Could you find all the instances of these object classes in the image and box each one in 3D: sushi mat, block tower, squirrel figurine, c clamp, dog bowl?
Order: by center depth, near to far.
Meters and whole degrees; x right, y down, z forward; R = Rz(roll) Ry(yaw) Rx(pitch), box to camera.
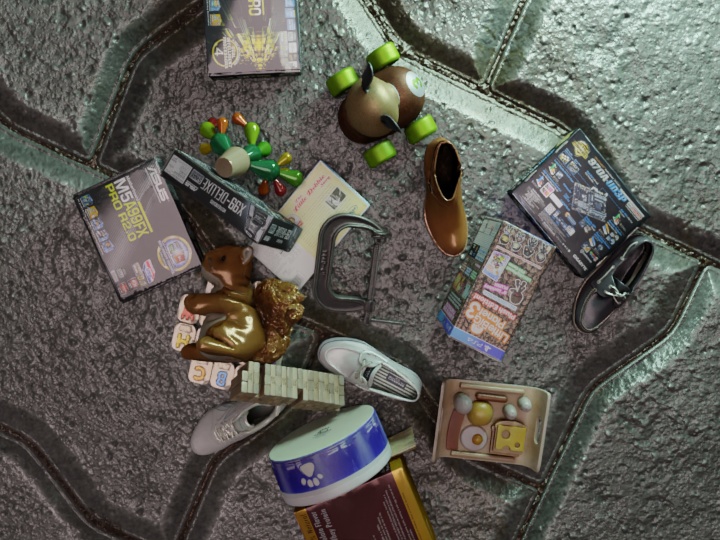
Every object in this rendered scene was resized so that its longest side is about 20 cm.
[{"bbox_3d":[-0.051,0.305,1.180,0.197,0.200,0.080,-22,94,2],"label":"dog bowl"},{"bbox_3d":[-0.195,0.057,1.185,0.196,0.141,0.191,9,74,-17],"label":"squirrel figurine"},{"bbox_3d":[-0.117,0.199,1.193,0.197,0.058,0.055,13,60,-29],"label":"block tower"},{"bbox_3d":[0.000,0.000,1.221,0.167,0.027,0.205,0,108,-8],"label":"c clamp"},{"bbox_3d":[0.005,0.328,1.235,0.196,0.096,0.012,-23,96,1],"label":"sushi mat"}]

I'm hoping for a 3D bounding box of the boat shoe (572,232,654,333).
[{"bbox_3d":[0.439,0.023,1.225,0.072,0.063,0.202,33,95,-4],"label":"boat shoe"}]

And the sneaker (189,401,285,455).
[{"bbox_3d":[-0.217,0.263,1.234,0.198,0.080,0.071,-32,98,4],"label":"sneaker"}]

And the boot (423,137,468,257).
[{"bbox_3d":[0.147,-0.117,1.159,0.075,0.155,0.205,-5,96,-1],"label":"boot"}]

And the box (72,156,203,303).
[{"bbox_3d":[-0.377,-0.069,1.213,0.157,0.044,0.204,-22,96,2],"label":"box"}]

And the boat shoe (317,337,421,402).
[{"bbox_3d":[0.019,0.172,1.233,0.196,0.067,0.075,19,95,-3],"label":"boat shoe"}]

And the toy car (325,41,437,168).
[{"bbox_3d":[0.036,-0.268,1.119,0.156,0.200,0.166,-29,96,3],"label":"toy car"}]

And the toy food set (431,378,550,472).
[{"bbox_3d":[0.230,0.277,1.251,0.195,0.060,0.147,7,96,-1],"label":"toy food set"}]

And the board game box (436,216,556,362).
[{"bbox_3d":[0.219,0.025,1.174,0.095,0.160,0.203,25,96,-4],"label":"board game box"}]

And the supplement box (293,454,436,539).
[{"bbox_3d":[0.013,0.442,1.229,0.197,0.133,0.201,-23,96,1],"label":"supplement box"}]

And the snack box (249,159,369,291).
[{"bbox_3d":[-0.089,-0.076,1.219,0.116,0.037,0.201,40,94,-6],"label":"snack box"}]

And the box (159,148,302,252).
[{"bbox_3d":[-0.201,-0.109,1.131,0.198,0.158,0.050,35,94,11],"label":"box"}]

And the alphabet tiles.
[{"bbox_3d":[-0.227,0.109,1.237,0.196,0.015,0.200,13,89,-3],"label":"alphabet tiles"}]

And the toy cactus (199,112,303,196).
[{"bbox_3d":[-0.195,-0.180,1.152,0.199,0.165,0.103,39,115,0],"label":"toy cactus"}]

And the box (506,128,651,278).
[{"bbox_3d":[0.375,-0.114,1.218,0.159,0.046,0.200,-42,95,4],"label":"box"}]

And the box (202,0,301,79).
[{"bbox_3d":[-0.181,-0.426,1.175,0.157,0.049,0.205,-2,96,-4],"label":"box"}]
